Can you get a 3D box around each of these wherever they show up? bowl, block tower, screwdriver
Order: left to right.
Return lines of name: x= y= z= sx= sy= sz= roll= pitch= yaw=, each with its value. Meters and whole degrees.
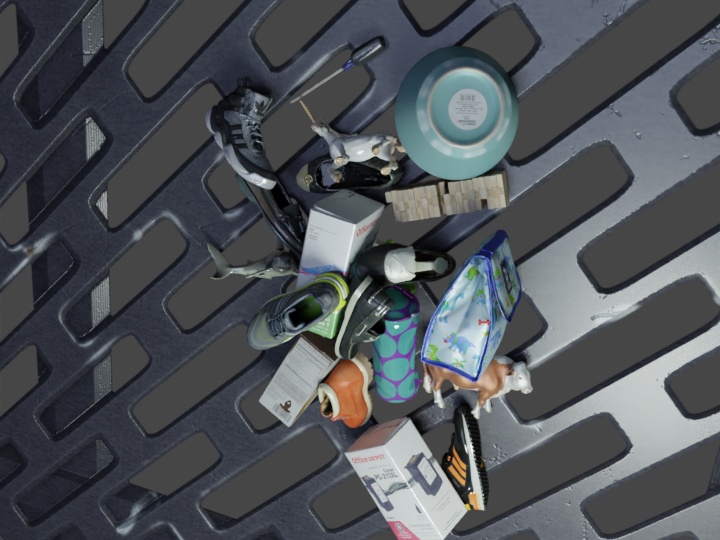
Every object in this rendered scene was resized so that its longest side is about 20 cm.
screwdriver: x=-0.040 y=-0.325 z=1.309 sx=0.198 sy=0.028 sz=0.029 roll=-32 pitch=123 yaw=28
block tower: x=0.143 y=-0.121 z=1.288 sx=0.196 sy=0.054 sz=0.059 roll=-5 pitch=105 yaw=23
bowl: x=0.150 y=-0.240 z=1.180 sx=0.196 sy=0.105 sz=0.206 roll=0 pitch=95 yaw=1

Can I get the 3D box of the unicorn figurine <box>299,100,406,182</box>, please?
unicorn figurine: x=-0.012 y=-0.204 z=1.294 sx=0.195 sy=0.139 sz=0.075 roll=7 pitch=125 yaw=-3

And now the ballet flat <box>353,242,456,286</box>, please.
ballet flat: x=0.080 y=-0.012 z=1.275 sx=0.068 sy=0.197 sz=0.070 roll=-3 pitch=92 yaw=49

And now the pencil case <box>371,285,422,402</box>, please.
pencil case: x=0.063 y=0.129 z=1.356 sx=0.085 sy=0.091 sz=0.203 roll=45 pitch=147 yaw=44

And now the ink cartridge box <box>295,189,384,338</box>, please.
ink cartridge box: x=-0.038 y=-0.015 z=1.298 sx=0.082 sy=0.145 sz=0.204 roll=19 pitch=113 yaw=15

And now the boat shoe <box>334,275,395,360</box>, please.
boat shoe: x=0.005 y=0.093 z=1.262 sx=0.067 sy=0.072 sz=0.201 roll=31 pitch=143 yaw=7

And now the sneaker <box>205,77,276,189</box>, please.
sneaker: x=-0.185 y=-0.240 z=1.341 sx=0.114 sy=0.075 sz=0.201 roll=-48 pitch=63 yaw=23

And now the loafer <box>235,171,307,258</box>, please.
loafer: x=-0.141 y=-0.113 z=1.394 sx=0.063 sy=0.072 sz=0.201 roll=-40 pitch=88 yaw=21

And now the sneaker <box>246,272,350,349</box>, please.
sneaker: x=-0.110 y=0.070 z=1.227 sx=0.198 sy=0.081 sz=0.075 roll=-33 pitch=93 yaw=27

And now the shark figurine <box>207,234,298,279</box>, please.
shark figurine: x=-0.176 y=-0.028 z=1.445 sx=0.211 sy=0.127 sz=0.092 roll=-4 pitch=81 yaw=40

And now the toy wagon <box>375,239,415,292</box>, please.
toy wagon: x=0.000 y=0.000 z=1.391 sx=0.153 sy=0.040 sz=0.203 roll=-24 pitch=98 yaw=26

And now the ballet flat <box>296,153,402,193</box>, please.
ballet flat: x=-0.023 y=-0.166 z=1.336 sx=0.196 sy=0.057 sz=0.068 roll=-3 pitch=105 yaw=22

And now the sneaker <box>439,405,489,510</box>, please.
sneaker: x=0.175 y=0.343 z=1.419 sx=0.088 sy=0.070 sz=0.205 roll=-8 pitch=106 yaw=19

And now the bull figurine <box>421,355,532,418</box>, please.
bull figurine: x=0.197 y=0.187 z=1.361 sx=0.196 sy=0.065 sz=0.124 roll=18 pitch=112 yaw=11

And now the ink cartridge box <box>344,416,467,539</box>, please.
ink cartridge box: x=0.080 y=0.382 z=1.431 sx=0.202 sy=0.084 sz=0.144 roll=58 pitch=144 yaw=-3

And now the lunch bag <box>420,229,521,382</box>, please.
lunch bag: x=0.188 y=0.047 z=1.261 sx=0.125 sy=0.170 sz=0.204 roll=17 pitch=111 yaw=15

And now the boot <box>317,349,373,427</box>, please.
boot: x=-0.034 y=0.237 z=1.418 sx=0.074 sy=0.107 sz=0.202 roll=32 pitch=147 yaw=27

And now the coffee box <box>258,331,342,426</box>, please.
coffee box: x=-0.092 y=0.172 z=1.423 sx=0.079 sy=0.114 sz=0.201 roll=38 pitch=126 yaw=6
